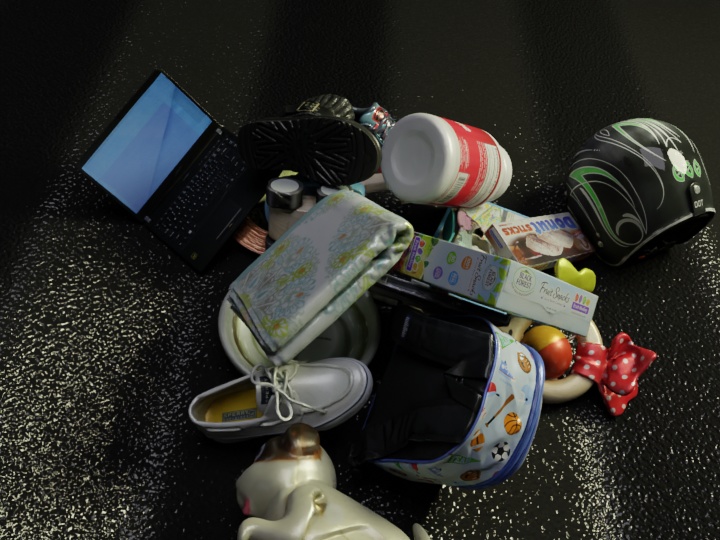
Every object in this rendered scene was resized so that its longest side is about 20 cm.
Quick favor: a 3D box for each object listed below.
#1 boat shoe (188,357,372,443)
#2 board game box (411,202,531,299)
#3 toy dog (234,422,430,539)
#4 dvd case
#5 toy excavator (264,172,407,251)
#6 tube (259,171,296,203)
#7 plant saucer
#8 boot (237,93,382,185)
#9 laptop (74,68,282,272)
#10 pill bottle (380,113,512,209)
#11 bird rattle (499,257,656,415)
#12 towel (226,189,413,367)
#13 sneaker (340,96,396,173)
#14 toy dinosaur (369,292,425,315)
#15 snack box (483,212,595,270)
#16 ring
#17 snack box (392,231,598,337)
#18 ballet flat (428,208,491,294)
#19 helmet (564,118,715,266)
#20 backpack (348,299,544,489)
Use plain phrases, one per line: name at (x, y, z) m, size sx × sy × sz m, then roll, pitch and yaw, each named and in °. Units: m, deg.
boat shoe at (-0.089, 0.128, 0.794) m, size 0.198 × 0.086 × 0.076 m, roll -13°, pitch 64°, yaw 13°
board game box at (0.162, -0.019, 1.062) m, size 0.132 × 0.035 × 0.201 m, roll 22°, pitch 48°, yaw 11°
toy dog at (-0.040, 0.243, 0.725) m, size 0.192 × 0.141 × 0.200 m, roll -24°, pitch 54°, yaw -28°
dvd case at (0.083, 0.037, 0.884) m, size 0.146 × 0.200 × 0.016 m, roll 18°, pitch 86°, yaw 0°
toy excavator at (-0.024, -0.096, 1.014) m, size 0.190 × 0.101 × 0.201 m, roll 6°, pitch 33°, yaw 3°
tube at (-0.142, -0.127, 1.109) m, size 0.197 × 0.053 × 0.058 m, roll -16°, pitch 9°, yaw -17°
plant saucer at (-0.074, 0.075, 0.929) m, size 0.196 × 0.051 × 0.203 m, roll 4°, pitch 49°, yaw -4°
boot at (-0.039, -0.176, 0.988) m, size 0.208 × 0.081 × 0.157 m, roll 14°, pitch 26°, yaw 26°
laptop at (-0.239, -0.134, 1.010) m, size 0.199 × 0.103 × 0.178 m, roll 36°, pitch 84°, yaw 26°
pill bottle at (0.124, -0.142, 1.026) m, size 0.112 × 0.113 × 0.198 m, roll 44°, pitch 25°, yaw 28°
bird rattle at (0.252, 0.096, 0.946) m, size 0.161 × 0.113 × 0.202 m, roll -28°, pitch 82°, yaw -4°
towel at (-0.049, 0.000, 0.826) m, size 0.200 × 0.048 × 0.171 m, roll -43°, pitch 30°, yaw -5°
sneaker at (0.024, -0.204, 1.167) m, size 0.197 × 0.096 × 0.080 m, roll 20°, pitch 48°, yaw 10°
toy dinosaur at (0.000, 0.000, 1.015) m, size 0.196 × 0.048 × 0.089 m, roll 18°, pitch 61°, yaw 3°
snack box at (0.250, -0.038, 1.047) m, size 0.198 × 0.024 × 0.073 m, roll -11°, pitch 61°, yaw -45°
ring at (-0.108, -0.109, 1.071) m, size 0.196 × 0.019 × 0.204 m, roll 3°, pitch 70°, yaw -7°
snack box at (0.150, 0.015, 0.827) m, size 0.141 × 0.054 × 0.198 m, roll 18°, pitch 1°, yaw 44°
ballet flat at (0.133, -0.021, 0.968) m, size 0.070 × 0.070 × 0.201 m, roll 20°, pitch 27°, yaw 2°
helmet at (0.395, -0.123, 1.101) m, size 0.197 × 0.201 × 0.193 m, roll -16°, pitch 69°, yaw -22°
backpack at (0.099, 0.138, 0.786) m, size 0.152 × 0.190 × 0.203 m, roll 23°, pitch 73°, yaw -20°
